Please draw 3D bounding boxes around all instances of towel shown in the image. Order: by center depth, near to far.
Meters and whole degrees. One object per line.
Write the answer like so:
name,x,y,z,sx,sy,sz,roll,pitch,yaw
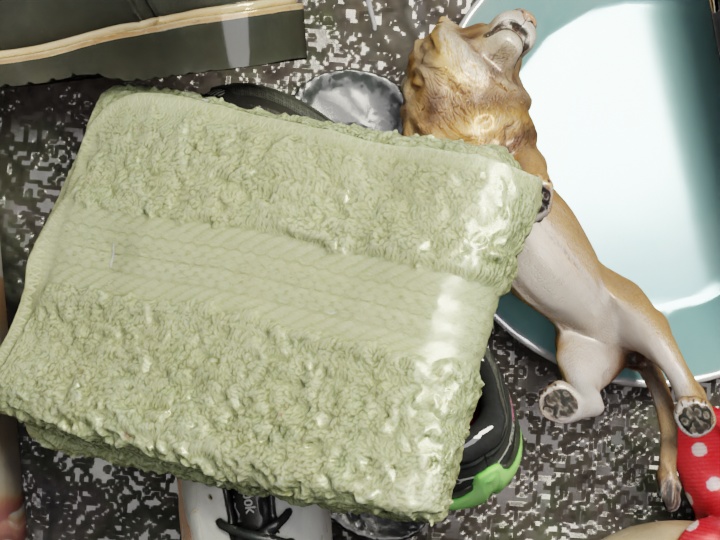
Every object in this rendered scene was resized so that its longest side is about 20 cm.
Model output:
towel,-0.040,0.009,0.748,0.199,0.036,0.149,12,79,27

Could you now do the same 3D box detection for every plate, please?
plate,0.125,-0.051,0.879,0.198,0.026,0.202,0,87,-3

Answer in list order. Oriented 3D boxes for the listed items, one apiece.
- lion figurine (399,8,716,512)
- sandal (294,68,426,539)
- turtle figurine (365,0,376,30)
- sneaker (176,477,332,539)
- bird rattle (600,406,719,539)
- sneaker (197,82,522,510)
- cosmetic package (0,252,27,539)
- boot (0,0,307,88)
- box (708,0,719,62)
lion figurine,0.077,-0.006,0.823,0.072,0.123,0.201,-26,105,11
sandal,-0.004,0.015,0.856,0.075,0.048,0.202,-6,87,-3
turtle figurine,-0.046,-0.191,0.844,0.149,0.101,0.201,-12,101,37
sneaker,-0.041,0.116,0.773,0.073,0.080,0.201,-10,67,-2
bird rattle,0.143,0.158,0.828,0.162,0.113,0.202,-18,90,13
sneaker,0.000,0.000,0.798,0.077,0.084,0.200,-37,79,-12
cosmetic package,-0.188,0.042,0.818,0.086,0.103,0.202,-5,88,-2
boot,-0.116,-0.145,0.813,0.198,0.077,0.140,-3,98,22
box,0.240,-0.095,0.798,0.199,0.050,0.200,-11,94,30
